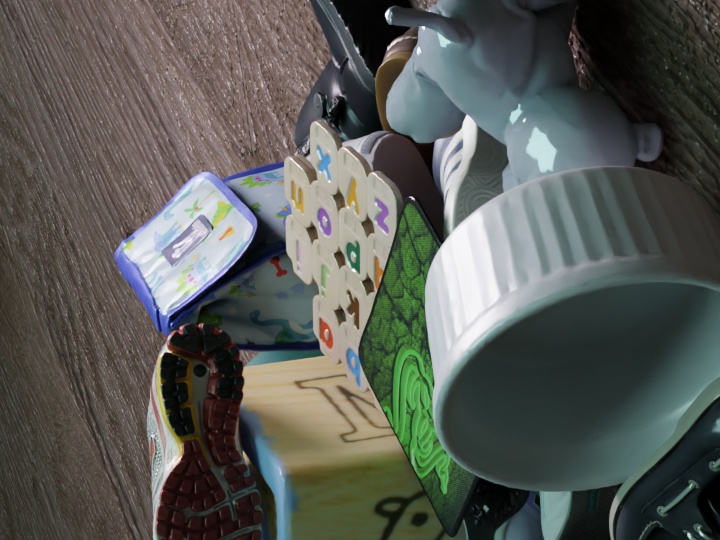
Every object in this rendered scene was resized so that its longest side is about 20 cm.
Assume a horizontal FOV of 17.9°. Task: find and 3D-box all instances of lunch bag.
[{"bbox_3d":[-0.090,-0.007,1.897,0.170,0.200,0.128,-134,31,-61],"label":"lunch bag"}]

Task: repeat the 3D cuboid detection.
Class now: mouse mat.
[{"bbox_3d":[0.047,0.066,1.514,0.161,0.008,0.200,62,156,29],"label":"mouse mat"}]

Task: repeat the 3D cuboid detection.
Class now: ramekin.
[{"bbox_3d":[0.131,0.031,1.312,0.201,0.200,0.098,106,157,-48],"label":"ramekin"}]

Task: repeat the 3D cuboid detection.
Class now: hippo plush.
[{"bbox_3d":[0.120,-0.116,1.425,0.161,0.159,0.200,46,167,11],"label":"hippo plush"}]

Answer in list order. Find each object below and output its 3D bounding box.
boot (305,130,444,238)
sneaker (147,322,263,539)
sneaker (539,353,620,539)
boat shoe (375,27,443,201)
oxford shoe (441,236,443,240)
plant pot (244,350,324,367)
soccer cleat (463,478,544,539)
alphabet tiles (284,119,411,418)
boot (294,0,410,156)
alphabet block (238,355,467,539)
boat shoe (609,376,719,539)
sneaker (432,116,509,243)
[{"bbox_3d":[0.027,-0.006,1.683,0.096,0.074,0.200,-9,109,49],"label":"boot"},{"bbox_3d":[-0.114,0.140,1.636,0.082,0.078,0.200,157,115,-74],"label":"sneaker"},{"bbox_3d":[0.145,0.110,1.483,0.200,0.070,0.080,102,156,-44],"label":"sneaker"},{"bbox_3d":[0.050,-0.090,1.695,0.070,0.070,0.200,-62,-21,-50],"label":"boat shoe"},{"bbox_3d":[0.103,0.004,1.557,0.200,0.072,0.071,-171,76,-70],"label":"oxford shoe"},{"bbox_3d":[-0.047,0.140,1.943,0.200,0.134,0.201,173,90,-71],"label":"plant pot"},{"bbox_3d":[0.110,0.176,1.603,0.068,0.073,0.200,18,114,47],"label":"soccer cleat"},{"bbox_3d":[0.000,0.000,1.605,0.200,0.015,0.196,43,142,46],"label":"alphabet tiles"},{"bbox_3d":[-0.021,-0.175,1.837,0.200,0.076,0.168,67,152,24],"label":"boot"},{"bbox_3d":[0.006,0.180,1.707,0.196,0.200,0.196,-132,38,-59],"label":"alphabet block"},{"bbox_3d":[0.201,0.135,1.330,0.200,0.073,0.063,113,148,-48],"label":"boat shoe"},{"bbox_3d":[0.082,-0.047,1.531,0.085,0.075,0.200,121,163,-48],"label":"sneaker"}]
